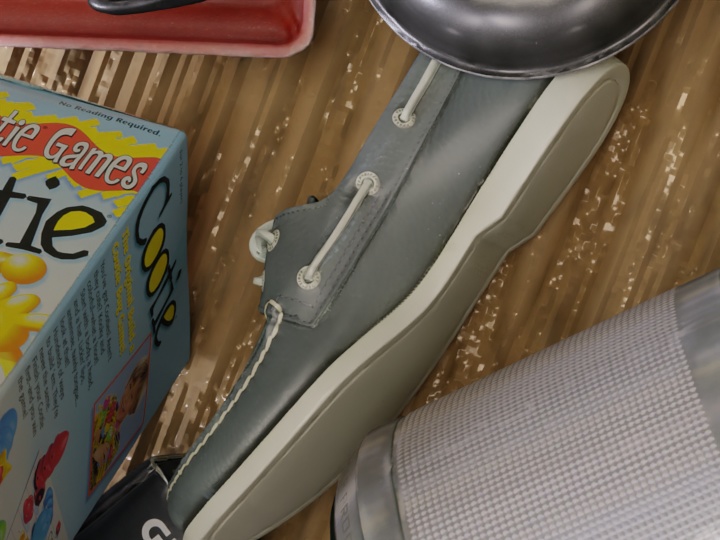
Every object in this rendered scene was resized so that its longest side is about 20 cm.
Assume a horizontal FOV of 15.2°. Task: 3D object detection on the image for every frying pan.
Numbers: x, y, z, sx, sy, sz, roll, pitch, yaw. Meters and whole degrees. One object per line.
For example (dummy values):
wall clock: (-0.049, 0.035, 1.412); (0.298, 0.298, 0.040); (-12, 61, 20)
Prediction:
frying pan: (0.014, -0.121, 0.821); (0.190, 0.031, 0.115); (11, 79, 15)

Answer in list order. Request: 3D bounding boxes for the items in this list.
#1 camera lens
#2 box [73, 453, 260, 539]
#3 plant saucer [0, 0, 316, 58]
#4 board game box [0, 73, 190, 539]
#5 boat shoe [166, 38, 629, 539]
camera lens: (0.103, 0.086, 0.762); (0.200, 0.160, 0.160); (-26, 83, 13)
box: (-0.060, 0.184, 0.863); (0.159, 0.046, 0.200); (-39, 80, 12)
plant saucer: (-0.101, -0.171, 0.883); (0.200, 0.037, 0.200); (3, 90, 16)
board game box: (-0.139, 0.042, 0.799); (0.103, 0.200, 0.105); (18, 136, 15)
boat shoe: (0.000, 0.000, 0.833); (0.062, 0.073, 0.200); (39, 89, 17)
